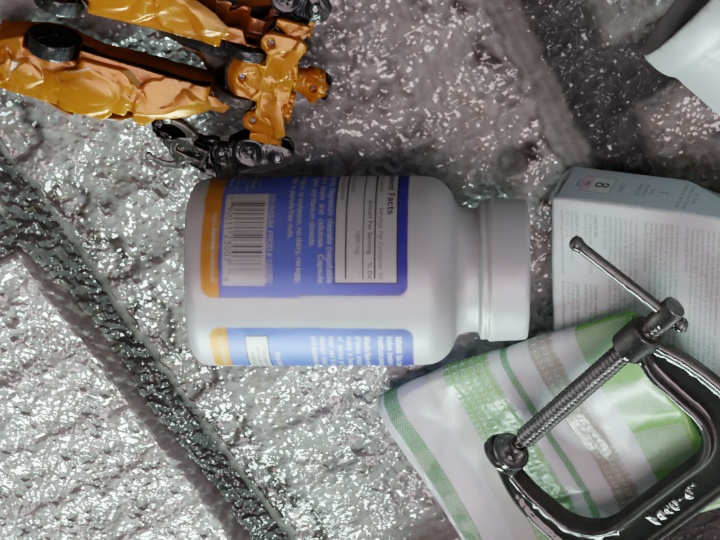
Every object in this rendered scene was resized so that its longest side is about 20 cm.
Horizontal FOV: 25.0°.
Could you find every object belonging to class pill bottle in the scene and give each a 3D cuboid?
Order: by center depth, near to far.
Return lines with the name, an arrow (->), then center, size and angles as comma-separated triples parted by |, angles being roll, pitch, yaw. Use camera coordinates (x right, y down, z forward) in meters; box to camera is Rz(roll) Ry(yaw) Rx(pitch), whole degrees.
pill bottle -> 0.000, 0.000, 0.960 | 0.197, 0.112, 0.113 | 0, 122, 2

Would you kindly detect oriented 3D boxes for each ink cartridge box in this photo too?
ink cartridge box -> 0.212, 0.030, 0.966 | 0.198, 0.057, 0.164 | 7, 124, 19

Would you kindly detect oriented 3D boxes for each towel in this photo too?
towel -> 0.120, 0.114, 1.024 | 0.199, 0.031, 0.150 | -22, 110, 38

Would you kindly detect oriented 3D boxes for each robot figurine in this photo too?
robot figurine -> -0.111, -0.133, 0.916 | 0.198, 0.058, 0.146 | 14, 121, -5

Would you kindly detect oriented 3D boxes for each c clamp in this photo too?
c clamp -> 0.145, 0.089, 0.970 | 0.170, 0.027, 0.200 | 34, 127, -3

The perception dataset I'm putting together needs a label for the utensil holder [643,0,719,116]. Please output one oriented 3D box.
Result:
utensil holder -> 0.273, -0.110, 0.819 | 0.200, 0.170, 0.170 | 39, 117, -3
